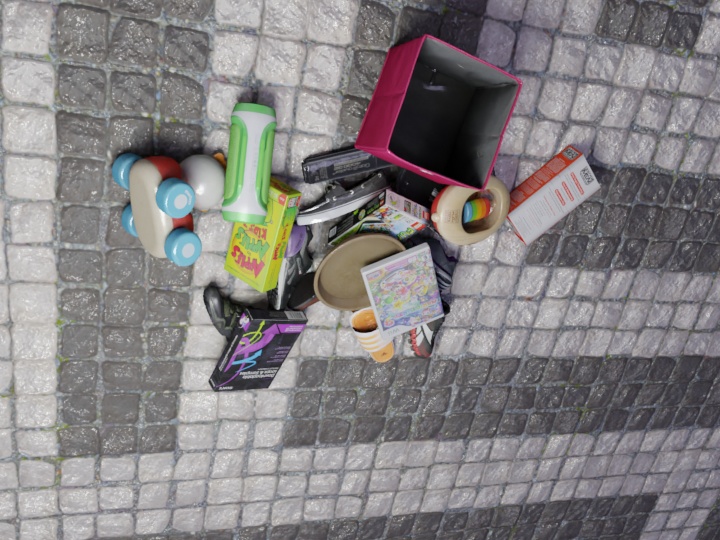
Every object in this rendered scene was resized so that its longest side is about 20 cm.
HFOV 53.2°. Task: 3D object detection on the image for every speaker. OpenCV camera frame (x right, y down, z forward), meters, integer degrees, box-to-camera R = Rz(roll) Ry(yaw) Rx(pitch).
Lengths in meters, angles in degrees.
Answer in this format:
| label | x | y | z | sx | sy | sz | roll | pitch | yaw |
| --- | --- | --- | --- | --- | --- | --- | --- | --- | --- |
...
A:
| label | x | y | z | sx | sy | sz | roll | pitch | yaw |
| --- | --- | --- | --- | --- | --- | --- | --- | --- | --- |
| speaker | -0.196 | -0.185 | 1.266 | 0.087 | 0.088 | 0.204 | 6 | 91 | -21 |

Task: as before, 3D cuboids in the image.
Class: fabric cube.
| label | x | y | z | sx | sy | sz | roll | pitch | yaw |
| --- | --- | --- | --- | --- | --- | --- | --- | --- | --- |
| fabric cube | 0.128 | -0.269 | 1.258 | 0.193 | 0.199 | 0.203 | 19 | 95 | -19 |

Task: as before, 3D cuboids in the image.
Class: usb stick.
| label | x | y | z | sx | sy | sz | roll | pitch | yaw |
| --- | --- | --- | --- | --- | --- | --- | --- | --- | --- |
| usb stick | -0.015 | -0.210 | 1.384 | 0.196 | 0.033 | 0.056 | -15 | 129 | -10 |

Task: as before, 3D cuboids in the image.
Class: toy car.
| label | x | y | z | sx | sy | sz | roll | pitch | yaw |
| --- | --- | --- | --- | --- | --- | --- | --- | --- | --- |
| toy car | -0.302 | -0.131 | 1.280 | 0.198 | 0.183 | 0.180 | -27 | 129 | -37 |

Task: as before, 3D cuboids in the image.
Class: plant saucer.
| label | x | y | z | sx | sy | sz | roll | pitch | yaw |
| --- | --- | --- | --- | --- | --- | --- | --- | --- | --- |
| plant saucer | 0.000 | 0.000 | 1.411 | 0.197 | 0.030 | 0.202 | -14 | 137 | -13 |

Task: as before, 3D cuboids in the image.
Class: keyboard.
| label | x | y | z | sx | sy | sz | roll | pitch | yaw |
| --- | --- | --- | --- | --- | --- | --- | --- | --- | --- |
| keyboard | 0.139 | -0.135 | 1.425 | 0.199 | 0.039 | 0.105 | 31 | 83 | -29 |

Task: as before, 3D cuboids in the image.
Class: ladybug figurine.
| label | x | y | z | sx | sy | sz | roll | pitch | yaw |
| --- | --- | --- | --- | --- | --- | --- | --- | --- | --- |
| ladybug figurine | 0.206 | -0.121 | 1.391 | 0.198 | 0.071 | 0.138 | -11 | 113 | -37 |

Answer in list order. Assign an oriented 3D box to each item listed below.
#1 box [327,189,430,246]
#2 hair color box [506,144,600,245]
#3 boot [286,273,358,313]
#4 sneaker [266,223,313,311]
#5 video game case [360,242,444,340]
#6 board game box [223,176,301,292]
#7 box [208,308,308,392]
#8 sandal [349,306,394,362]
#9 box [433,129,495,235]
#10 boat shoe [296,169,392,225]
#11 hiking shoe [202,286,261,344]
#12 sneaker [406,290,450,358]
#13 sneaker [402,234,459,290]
| label | x | y | z | sx | sy | sz | roll | pitch | yaw |
| --- | --- | --- | --- | --- | --- | --- | --- | --- | --- |
| box | 0.033 | -0.084 | 1.397 | 0.109 | 0.035 | 0.199 | 21 | 149 | -28 |
| hair color box | 0.400 | -0.159 | 1.532 | 0.199 | 0.061 | 0.102 | -38 | 123 | 6 |
| boot | -0.037 | 0.063 | 1.527 | 0.187 | 0.069 | 0.200 | -38 | 135 | 6 |
| sneaker | -0.135 | 0.003 | 1.441 | 0.086 | 0.076 | 0.203 | -3 | 119 | -24 |
| video game case | 0.088 | 0.046 | 1.451 | 0.141 | 0.018 | 0.202 | -22 | 133 | -4 |
| board game box | -0.187 | -0.073 | 1.359 | 0.047 | 0.101 | 0.203 | -23 | 136 | -57 |
| box | -0.208 | 0.164 | 1.460 | 0.141 | 0.036 | 0.201 | 4 | 128 | -43 |
| sandal | 0.040 | 0.152 | 1.562 | 0.078 | 0.060 | 0.208 | -26 | 138 | 2 |
| box | 0.190 | -0.193 | 1.450 | 0.156 | 0.050 | 0.202 | -25 | 123 | -4 |
| boat shoe | -0.036 | -0.145 | 1.397 | 0.197 | 0.070 | 0.067 | -19 | 101 | -2 |
| hiking shoe | -0.246 | 0.092 | 1.459 | 0.100 | 0.076 | 0.202 | -31 | 133 | -7 |
| sneaker | 0.151 | 0.112 | 1.581 | 0.096 | 0.071 | 0.203 | 1 | 122 | 16 |
| sneaker | 0.120 | -0.047 | 1.513 | 0.199 | 0.088 | 0.074 | 40 | 144 | -16 |
